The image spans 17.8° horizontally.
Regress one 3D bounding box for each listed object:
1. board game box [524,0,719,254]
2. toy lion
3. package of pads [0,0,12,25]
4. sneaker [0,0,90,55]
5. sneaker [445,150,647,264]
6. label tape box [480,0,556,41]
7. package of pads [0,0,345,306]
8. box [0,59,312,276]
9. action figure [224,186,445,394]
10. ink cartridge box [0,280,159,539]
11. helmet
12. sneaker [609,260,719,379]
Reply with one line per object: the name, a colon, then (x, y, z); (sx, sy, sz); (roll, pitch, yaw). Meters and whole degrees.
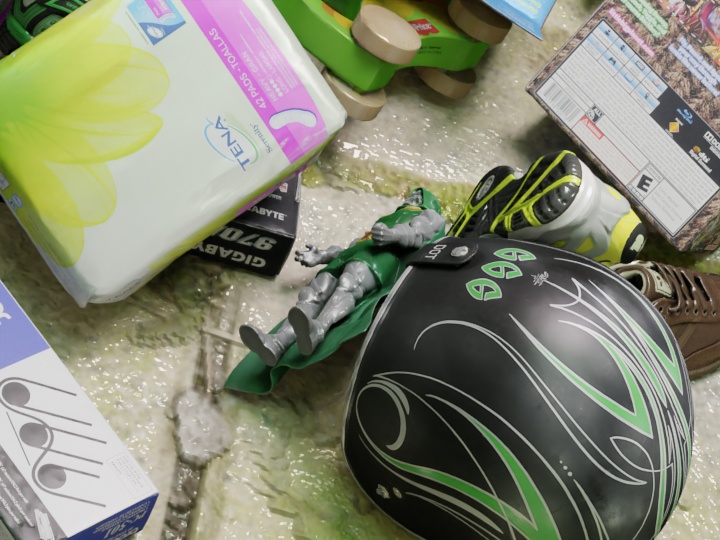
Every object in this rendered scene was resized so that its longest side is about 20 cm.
board game box: (0.243, -0.137, 1.566); (0.160, 0.200, 0.097); (48, 16, 15)
toy lion: (-0.005, -0.197, 1.584); (0.192, 0.069, 0.199); (43, 30, 17)
package of pads: (-0.219, -0.225, 1.411); (0.068, 0.155, 0.201); (34, 89, -2)
sneaker: (-0.135, -0.186, 1.460); (0.199, 0.085, 0.078); (-28, 67, -40)
sneaker: (0.110, -0.021, 1.449); (0.076, 0.200, 0.076); (35, 80, -14)
label tape box: (0.077, -0.237, 1.594); (0.144, 0.064, 0.200); (32, 11, -9)
package of pads: (-0.124, -0.090, 1.371); (0.199, 0.068, 0.155); (-35, 94, -12)
box: (-0.133, -0.093, 1.475); (0.198, 0.046, 0.160); (15, 49, -13)
action figure: (0.000, 0.000, 1.434); (0.200, 0.117, 0.055); (-43, 111, -51)
ink cartridge box: (-0.211, 0.080, 1.302); (0.094, 0.044, 0.200); (-24, 65, -37)
helmet: (0.104, 0.086, 1.357); (0.190, 0.201, 0.200); (26, 45, 21)
sneaker: (0.192, 0.029, 1.505); (0.199, 0.076, 0.071); (-12, 59, -31)
